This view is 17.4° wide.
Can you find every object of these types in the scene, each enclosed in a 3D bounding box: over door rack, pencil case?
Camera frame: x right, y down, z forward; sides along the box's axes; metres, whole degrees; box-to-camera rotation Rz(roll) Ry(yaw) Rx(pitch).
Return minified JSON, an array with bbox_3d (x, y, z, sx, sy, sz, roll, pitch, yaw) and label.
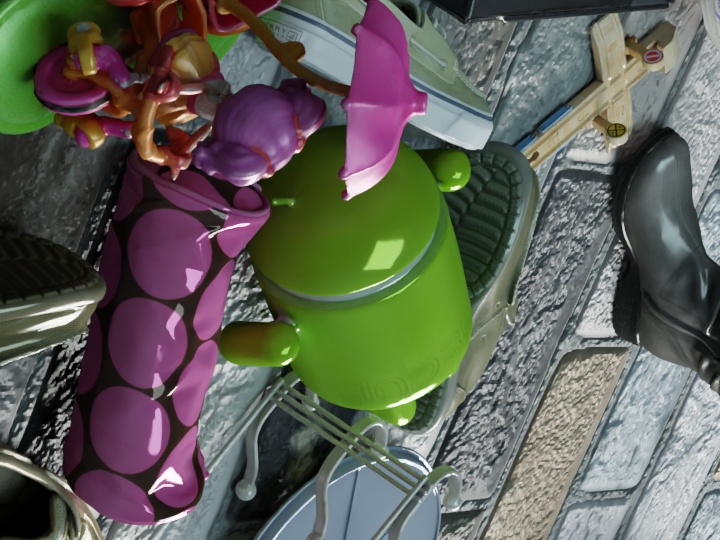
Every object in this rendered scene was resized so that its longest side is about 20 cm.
[{"bbox_3d":[-0.053,0.164,1.398,0.200,0.147,0.067,-42,137,-20],"label":"over door rack"},{"bbox_3d":[-0.104,0.033,1.283,0.093,0.091,0.201,-1,117,-37],"label":"pencil case"}]

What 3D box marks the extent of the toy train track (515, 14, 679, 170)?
[{"bbox_3d":[0.144,-0.092,1.529,0.200,0.032,0.115,-40,142,-21],"label":"toy train track"}]

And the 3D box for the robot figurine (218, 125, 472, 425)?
[{"bbox_3d":[0.000,0.000,1.355,0.175,0.115,0.201,-44,143,-21],"label":"robot figurine"}]

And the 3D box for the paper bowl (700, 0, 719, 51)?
[{"bbox_3d":[0.298,-0.224,1.546,0.200,0.104,0.202,-31,138,-33],"label":"paper bowl"}]

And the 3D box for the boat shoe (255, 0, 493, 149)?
[{"bbox_3d":[0.021,-0.121,1.326,0.200,0.072,0.062,23,94,-54],"label":"boat shoe"}]

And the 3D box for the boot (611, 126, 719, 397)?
[{"bbox_3d":[0.244,0.002,1.636,0.070,0.131,0.201,-36,140,-25],"label":"boot"}]

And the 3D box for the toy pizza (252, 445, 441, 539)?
[{"bbox_3d":[-0.025,0.199,1.558,0.200,0.032,0.201,-30,137,-31],"label":"toy pizza"}]

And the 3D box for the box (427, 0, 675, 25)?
[{"bbox_3d":[0.138,-0.249,1.385,0.198,0.050,0.201,-11,125,-47],"label":"box"}]

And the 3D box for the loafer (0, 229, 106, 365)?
[{"bbox_3d":[-0.219,0.033,1.162,0.199,0.076,0.068,-13,129,-32],"label":"loafer"}]

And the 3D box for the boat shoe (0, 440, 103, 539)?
[{"bbox_3d":[-0.186,0.139,1.286,0.072,0.065,0.200,-48,144,-11],"label":"boat shoe"}]

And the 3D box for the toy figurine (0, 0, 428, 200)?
[{"bbox_3d":[-0.062,-0.097,1.144,0.200,0.184,0.151,-35,140,-26],"label":"toy figurine"}]

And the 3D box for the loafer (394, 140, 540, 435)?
[{"bbox_3d":[0.064,0.007,1.489,0.070,0.075,0.201,-20,137,-56],"label":"loafer"}]
